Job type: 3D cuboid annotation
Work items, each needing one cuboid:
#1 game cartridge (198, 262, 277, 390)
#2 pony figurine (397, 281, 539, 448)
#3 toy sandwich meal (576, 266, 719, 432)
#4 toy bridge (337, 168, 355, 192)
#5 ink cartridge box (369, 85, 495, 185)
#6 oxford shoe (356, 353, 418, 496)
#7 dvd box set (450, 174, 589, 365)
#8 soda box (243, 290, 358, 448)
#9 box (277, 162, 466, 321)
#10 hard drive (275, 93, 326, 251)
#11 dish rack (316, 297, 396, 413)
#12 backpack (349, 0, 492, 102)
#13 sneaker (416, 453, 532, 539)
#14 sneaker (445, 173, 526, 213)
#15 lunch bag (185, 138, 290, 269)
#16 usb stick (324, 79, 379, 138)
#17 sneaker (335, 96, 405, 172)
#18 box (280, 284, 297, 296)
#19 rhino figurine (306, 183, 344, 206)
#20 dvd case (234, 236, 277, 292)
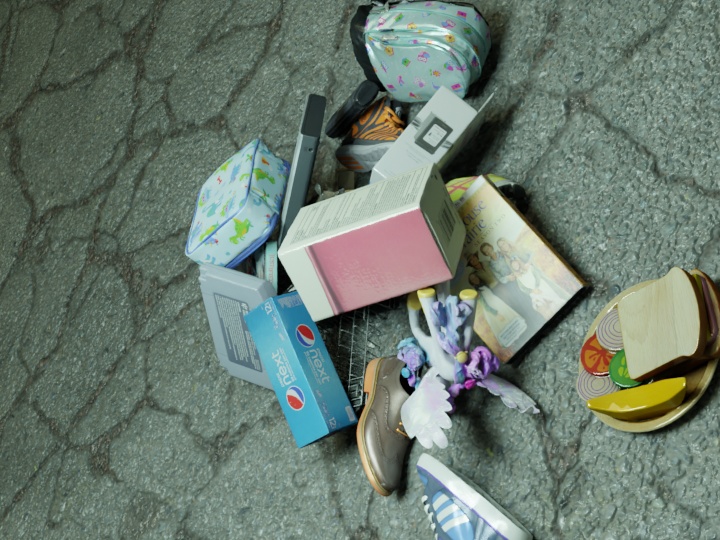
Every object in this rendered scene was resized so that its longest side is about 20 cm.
[{"bbox_3d":[-0.166,0.086,1.830,0.132,0.201,0.042,13,42,26],"label":"game cartridge"},{"bbox_3d":[0.114,0.116,1.526,0.193,0.165,0.201,-135,38,-66],"label":"pony figurine"},{"bbox_3d":[0.320,0.086,1.396,0.204,0.070,0.206,-26,50,35],"label":"toy sandwich meal"},{"bbox_3d":[-0.013,-0.089,1.864,0.200,0.027,0.068,-104,13,-63],"label":"toy bridge"},{"bbox_3d":[0.097,-0.175,1.720,0.200,0.067,0.116,-51,-7,-15],"label":"ink cartridge box"},{"bbox_3d":[0.044,0.198,1.631,0.073,0.071,0.201,-20,53,32],"label":"oxford shoe"},{"bbox_3d":[0.173,-0.002,1.575,0.146,0.029,0.200,-46,68,16],"label":"dvd box set"},{"bbox_3d":[-0.083,0.134,1.690,0.068,0.064,0.201,-32,77,39],"label":"soda box"},{"bbox_3d":[0.017,-0.035,1.544,0.199,0.109,0.128,-18,24,22],"label":"box"},{"bbox_3d":[-0.089,-0.144,1.841,0.140,0.033,0.201,-85,8,-57],"label":"hard drive"},{"bbox_3d":[-0.028,0.126,1.767,0.153,0.054,0.201,-18,57,42],"label":"dish rack"},{"bbox_3d":[0.096,-0.325,1.832,0.199,0.167,0.127,6,61,32],"label":"backpack"},{"bbox_3d":[0.102,0.325,1.480,0.147,0.080,0.200,-55,44,0],"label":"sneaker"},{"bbox_3d":[0.120,-0.081,1.675,0.199,0.079,0.090,-15,30,-10],"label":"sneaker"},{"bbox_3d":[-0.189,-0.094,1.873,0.160,0.082,0.201,-37,29,28],"label":"lunch bag"},{"bbox_3d":[-0.015,-0.250,1.927,0.056,0.033,0.200,-51,6,-15],"label":"usb stick"},{"bbox_3d":[0.053,-0.210,1.865,0.199,0.078,0.113,8,64,40],"label":"sneaker"},{"bbox_3d":[0.000,0.000,1.745,0.199,0.050,0.160,-19,16,38],"label":"box"},{"bbox_3d":[-0.057,-0.080,1.854,0.200,0.059,0.088,113,172,-76],"label":"rhino figurine"},{"bbox_3d":[-0.166,0.005,1.922,0.200,0.022,0.147,-148,56,-64],"label":"dvd case"}]
